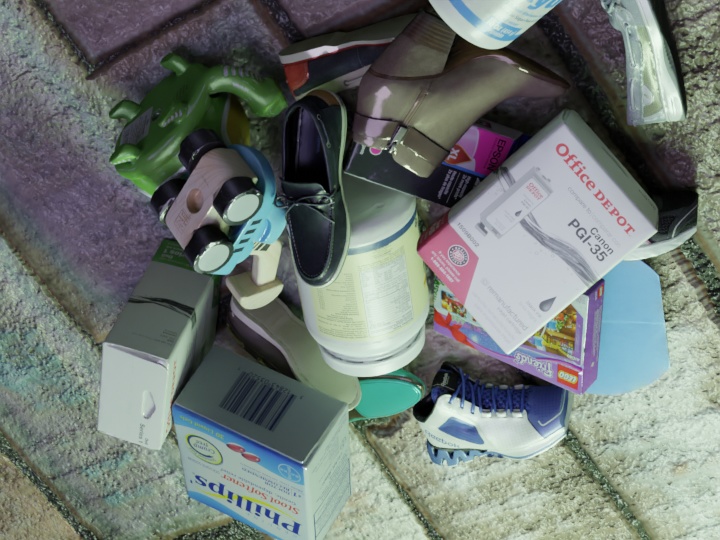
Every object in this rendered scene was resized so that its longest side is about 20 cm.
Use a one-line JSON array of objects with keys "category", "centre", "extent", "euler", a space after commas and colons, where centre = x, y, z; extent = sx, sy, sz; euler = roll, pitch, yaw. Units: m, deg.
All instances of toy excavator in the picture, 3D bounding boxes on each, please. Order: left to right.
[{"category": "toy excavator", "centre": [-0.125, -0.041, 1.632], "extent": [0.100, 0.199, 0.195], "euler": [50, 119, 31]}]

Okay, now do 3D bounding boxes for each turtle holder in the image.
[{"category": "turtle holder", "centre": [-0.174, -0.153, 1.656], "extent": [0.131, 0.141, 0.186], "euler": [39, 93, -31]}]

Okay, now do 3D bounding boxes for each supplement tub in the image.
[{"category": "supplement tub", "centre": [0.000, 0.000, 1.691], "extent": [0.143, 0.146, 0.202], "euler": [2, 127, 16]}, {"category": "supplement tub", "centre": [0.158, -0.310, 1.415], "extent": [0.132, 0.132, 0.200], "euler": [42, 128, -15]}]

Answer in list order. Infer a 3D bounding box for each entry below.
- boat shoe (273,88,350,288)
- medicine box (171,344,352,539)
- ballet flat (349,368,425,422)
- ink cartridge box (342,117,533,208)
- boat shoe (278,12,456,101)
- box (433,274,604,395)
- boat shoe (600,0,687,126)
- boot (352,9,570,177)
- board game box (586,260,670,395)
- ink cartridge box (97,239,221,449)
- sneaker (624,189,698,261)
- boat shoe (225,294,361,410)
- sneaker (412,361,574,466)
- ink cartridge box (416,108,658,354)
[{"category": "boat shoe", "centre": [-0.050, -0.080, 1.551], "extent": [0.074, 0.062, 0.202], "euler": [9, 104, 30]}, {"category": "medicine box", "centre": [-0.113, 0.213, 1.811], "extent": [0.181, 0.103, 0.201], "euler": [22, 143, 19]}, {"category": "ballet flat", "centre": [-0.008, 0.146, 1.852], "extent": [0.199, 0.071, 0.068], "euler": [-23, 120, 27]}, {"category": "ink cartridge box", "centre": [0.089, -0.116, 1.575], "extent": [0.198, 0.037, 0.095], "euler": [17, 115, -13]}, {"category": "boat shoe", "centre": [0.011, -0.214, 1.570], "extent": [0.198, 0.071, 0.063], "euler": [-9, 112, 26]}, {"category": "box", "centre": [0.169, 0.039, 1.688], "extent": [0.199, 0.039, 0.138], "euler": [24, 133, 30]}, {"category": "boat shoe", "centre": [0.264, -0.226, 1.483], "extent": [0.064, 0.075, 0.203], "euler": [-11, 129, 20]}, {"category": "boot", "centre": [0.091, -0.159, 1.510], "extent": [0.198, 0.070, 0.147], "euler": [22, 104, -19]}, {"category": "board game box", "centre": [0.262, 0.045, 1.703], "extent": [0.156, 0.039, 0.202], "euler": [0, 122, 24]}, {"category": "ink cartridge box", "centre": [-0.232, 0.085, 1.794], "extent": [0.083, 0.201, 0.147], "euler": [16, 129, 6]}, {"category": "sneaker", "centre": [0.252, -0.060, 1.589], "extent": [0.198, 0.081, 0.087], "euler": [-12, 119, 3]}, {"category": "boat shoe", "centre": [-0.081, 0.101, 1.816], "extent": [0.200, 0.072, 0.060], "euler": [42, 139, 12]}, {"category": "sneaker", "centre": [0.141, 0.162, 1.803], "extent": [0.198, 0.081, 0.115], "euler": [-16, 127, 29]}, {"category": "ink cartridge box", "centre": [0.176, -0.040, 1.533], "extent": [0.200, 0.083, 0.147], "euler": [-41, 94, 18]}]
